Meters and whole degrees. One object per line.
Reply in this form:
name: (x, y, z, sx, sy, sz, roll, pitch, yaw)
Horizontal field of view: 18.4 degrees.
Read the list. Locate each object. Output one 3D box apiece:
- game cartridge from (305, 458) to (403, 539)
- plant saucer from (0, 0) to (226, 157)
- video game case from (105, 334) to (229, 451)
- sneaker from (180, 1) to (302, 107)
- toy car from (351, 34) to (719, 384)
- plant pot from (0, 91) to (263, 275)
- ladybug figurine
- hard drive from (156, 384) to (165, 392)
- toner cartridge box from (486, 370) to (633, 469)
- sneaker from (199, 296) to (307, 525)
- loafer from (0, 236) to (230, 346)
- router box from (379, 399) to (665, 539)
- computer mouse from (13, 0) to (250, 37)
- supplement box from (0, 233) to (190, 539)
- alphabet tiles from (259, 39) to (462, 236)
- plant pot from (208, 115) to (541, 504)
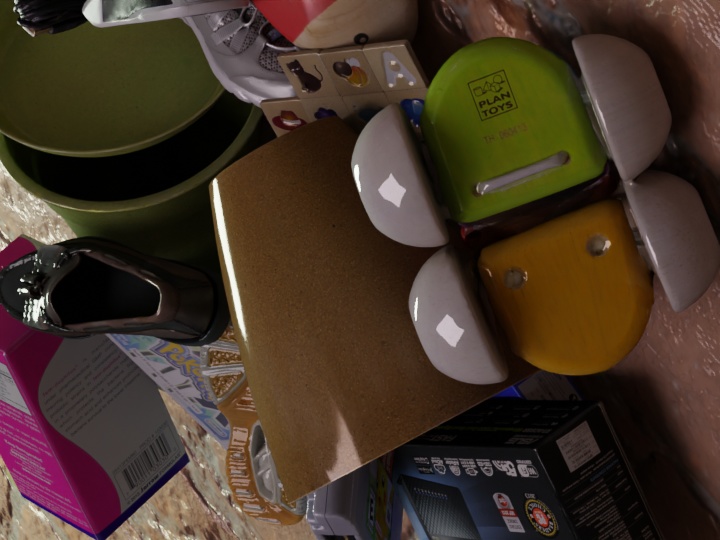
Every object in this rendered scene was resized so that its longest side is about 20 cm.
game cartridge: (0.000, 0.142, 1.539, 0.200, 0.040, 0.133, 68, -159, -63)
plant saucer: (-0.174, -0.148, 1.539, 0.200, 0.200, 0.031, 40, 157, 32)
video game case: (-0.067, 0.071, 1.602, 0.182, 0.022, 0.200, -9, 141, 30)
sneaker: (-0.079, -0.180, 1.477, 0.200, 0.075, 0.082, 43, 150, 29)
toy car: (0.099, -0.045, 1.263, 0.150, 0.175, 0.200, -86, -26, -70)
plant pot: (-0.144, -0.066, 1.616, 0.200, 0.200, 0.190, 39, 160, 33)
ladybug figurine: (-0.042, -0.211, 1.386, 0.200, 0.072, 0.136, 56, 153, 5)
hard drive: (-0.089, 0.085, 1.696, 0.200, 0.027, 0.132, 23, 157, -14)
toner cartridge box: (0.105, 0.133, 1.528, 0.095, 0.043, 0.200, 57, 153, 5)
sneaker: (-0.058, 0.075, 1.526, 0.076, 0.088, 0.200, 13, 126, 20)
loafer: (-0.178, 0.012, 1.488, 0.200, 0.063, 0.072, 5, 87, 37)
router box: (0.108, 0.162, 1.437, 0.200, 0.062, 0.150, -6, 114, 60)
computer mouse: (-0.139, -0.183, 1.435, 0.200, 0.110, 0.044, 2, 102, 54)
supplement box: (-0.223, 0.088, 1.654, 0.103, 0.101, 0.200, 23, 144, 40)
alphabet tiles: (0.029, -0.061, 1.405, 0.166, 0.006, 0.200, -2, 130, 38)
plant pot: (-0.009, 0.014, 1.369, 0.200, 0.186, 0.186, 61, 153, 4)
